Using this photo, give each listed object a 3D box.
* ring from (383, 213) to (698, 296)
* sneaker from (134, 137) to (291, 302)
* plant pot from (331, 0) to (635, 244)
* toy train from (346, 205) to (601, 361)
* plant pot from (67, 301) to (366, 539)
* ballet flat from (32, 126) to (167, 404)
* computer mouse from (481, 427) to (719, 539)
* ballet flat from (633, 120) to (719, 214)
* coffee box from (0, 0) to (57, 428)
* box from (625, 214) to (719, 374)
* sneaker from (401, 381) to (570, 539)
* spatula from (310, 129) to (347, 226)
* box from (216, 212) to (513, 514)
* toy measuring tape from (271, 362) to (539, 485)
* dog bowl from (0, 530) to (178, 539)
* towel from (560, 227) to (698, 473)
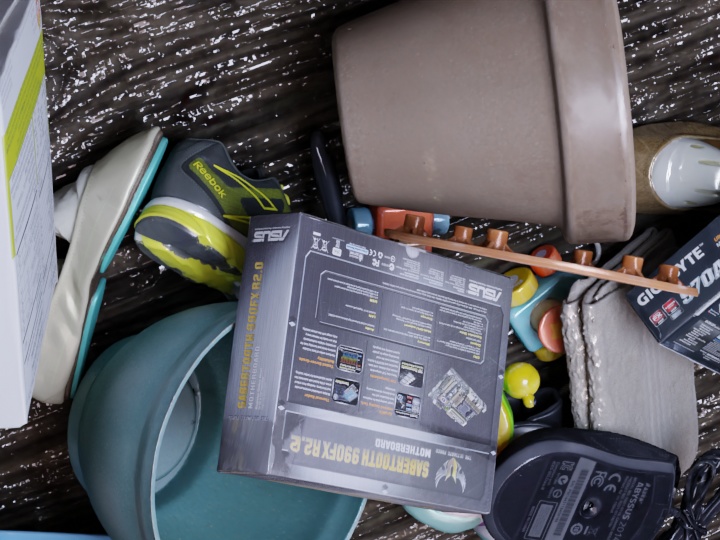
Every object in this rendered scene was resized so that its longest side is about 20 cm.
[{"bbox_3d":[0.113,-0.011,1.242,0.200,0.200,0.019,10,92,-23],"label":"ring"},{"bbox_3d":[-0.060,-0.018,1.292,0.200,0.074,0.085,37,60,-45],"label":"sneaker"},{"bbox_3d":[0.075,-0.106,1.253,0.174,0.200,0.201,-8,117,3],"label":"plant pot"},{"bbox_3d":[0.088,0.006,1.367,0.200,0.056,0.150,-1,113,-19],"label":"toy train"},{"bbox_3d":[-0.103,0.109,1.278,0.200,0.134,0.201,-13,108,-45],"label":"plant pot"},{"bbox_3d":[-0.184,-0.008,1.262,0.069,0.069,0.200,14,108,-25],"label":"ballet flat"},{"bbox_3d":[0.158,0.157,1.356,0.200,0.053,0.139,17,108,-30],"label":"computer mouse"},{"bbox_3d":[0.258,-0.065,1.386,0.200,0.072,0.068,5,99,-21],"label":"ballet flat"},{"bbox_3d":[-0.281,-0.038,1.109,0.199,0.200,0.198,-1,114,-3],"label":"coffee box"},{"bbox_3d":[0.287,0.003,1.372,0.159,0.046,0.200,-41,152,15],"label":"box"},{"bbox_3d":[0.136,0.141,1.432,0.200,0.078,0.140,22,104,-27],"label":"sneaker"},{"bbox_3d":[0.000,0.000,1.311,0.021,0.057,0.200,-15,110,17],"label":"spatula"},{"bbox_3d":[0.008,0.062,1.237,0.200,0.048,0.159,15,78,-43],"label":"box"},{"bbox_3d":[0.038,0.126,1.355,0.200,0.074,0.074,-30,120,6],"label":"toy measuring tape"},{"bbox_3d":[-0.199,0.205,1.325,0.200,0.111,0.050,5,74,-22],"label":"dog bowl"},{"bbox_3d":[0.192,0.079,1.411,0.132,0.034,0.200,-33,123,-43],"label":"towel"}]
